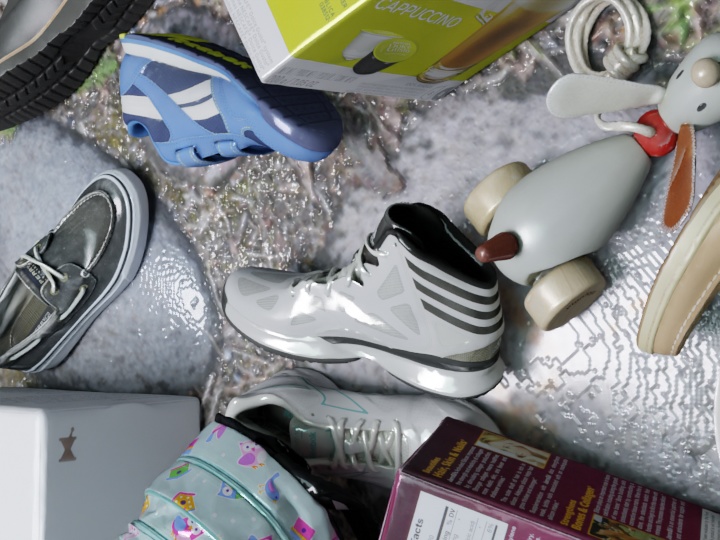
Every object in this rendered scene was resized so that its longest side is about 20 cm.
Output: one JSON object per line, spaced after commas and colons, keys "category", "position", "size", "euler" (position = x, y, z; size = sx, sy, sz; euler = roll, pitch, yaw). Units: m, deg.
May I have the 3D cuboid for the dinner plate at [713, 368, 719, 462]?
{"category": "dinner plate", "position": [0.289, 0.083, 0.633], "size": [0.198, 0.024, 0.203], "euler": [4, 98, 32]}

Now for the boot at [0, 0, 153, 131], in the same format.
{"category": "boot", "position": [-0.255, -0.214, 0.921], "size": [0.199, 0.077, 0.139], "euler": [-35, 73, 16]}

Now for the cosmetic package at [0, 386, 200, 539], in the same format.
{"category": "cosmetic package", "position": [-0.244, 0.175, 0.883], "size": [0.198, 0.167, 0.169], "euler": [-1, 87, 33]}

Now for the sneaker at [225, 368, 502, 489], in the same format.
{"category": "sneaker", "position": [-0.002, 0.113, 0.786], "size": [0.198, 0.080, 0.072], "euler": [7, 97, 30]}

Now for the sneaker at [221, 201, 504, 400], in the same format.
{"category": "sneaker", "position": [0.000, 0.000, 0.757], "size": [0.198, 0.076, 0.117], "euler": [13, 124, 21]}

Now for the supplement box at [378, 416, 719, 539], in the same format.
{"category": "supplement box", "position": [0.115, 0.166, 0.674], "size": [0.198, 0.110, 0.087], "euler": [18, 104, 14]}

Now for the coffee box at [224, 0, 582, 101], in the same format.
{"category": "coffee box", "position": [0.030, -0.234, 0.657], "size": [0.197, 0.199, 0.202], "euler": [-30, 79, 30]}

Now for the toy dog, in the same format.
{"category": "toy dog", "position": [0.129, -0.056, 0.675], "size": [0.131, 0.096, 0.202], "euler": [33, 111, 24]}

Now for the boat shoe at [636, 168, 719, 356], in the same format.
{"category": "boat shoe", "position": [0.216, -0.030, 0.638], "size": [0.064, 0.071, 0.202], "euler": [33, 113, 14]}

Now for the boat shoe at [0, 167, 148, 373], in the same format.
{"category": "boat shoe", "position": [-0.231, 0.008, 0.922], "size": [0.072, 0.071, 0.201], "euler": [43, 115, 21]}

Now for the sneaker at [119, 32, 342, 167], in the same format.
{"category": "sneaker", "position": [-0.093, -0.105, 0.827], "size": [0.199, 0.073, 0.083], "euler": [27, 111, 35]}

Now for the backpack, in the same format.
{"category": "backpack", "position": [-0.067, 0.190, 0.764], "size": [0.165, 0.127, 0.201], "euler": [24, 150, 24]}
